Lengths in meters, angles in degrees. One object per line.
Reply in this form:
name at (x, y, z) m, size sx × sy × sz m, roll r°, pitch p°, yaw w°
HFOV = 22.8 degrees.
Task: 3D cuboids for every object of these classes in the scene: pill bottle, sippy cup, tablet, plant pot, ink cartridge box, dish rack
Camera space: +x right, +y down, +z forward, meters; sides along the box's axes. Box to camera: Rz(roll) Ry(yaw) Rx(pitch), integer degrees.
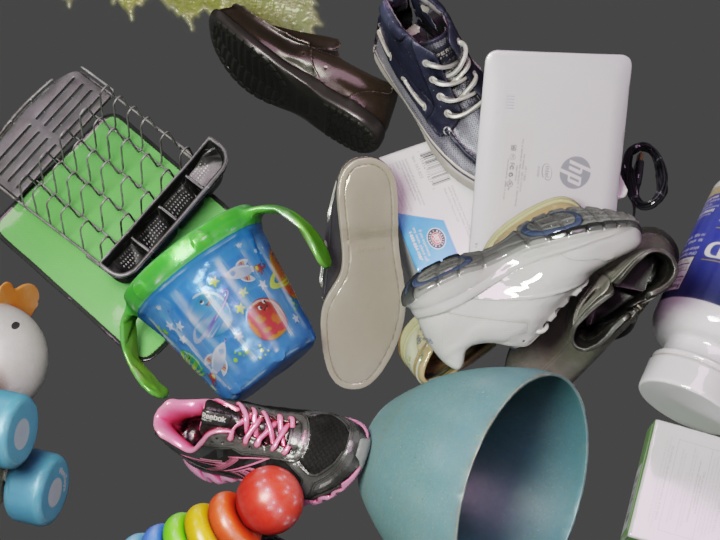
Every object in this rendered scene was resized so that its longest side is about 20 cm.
pill bottle at (0.316, 0.031, 1.513) m, size 0.119 × 0.120 × 0.201 m, roll 25°, pitch 71°, yaw 10°
sippy cup at (-0.110, 0.036, 1.511) m, size 0.139 × 0.178 × 0.131 m, roll -30°, pitch 82°, yaw -41°
tablet at (0.160, -0.085, 1.513) m, size 0.129 × 0.014 × 0.202 m, roll 1°, pitch 106°, yaw -12°
plant pot at (0.078, 0.164, 1.442) m, size 0.134 × 0.200 × 0.201 m, roll 15°, pitch 67°, yaw 34°
ink cartridge box at (0.323, 0.205, 1.477) m, size 0.199 × 0.059 × 0.104 m, roll 16°, pitch 70°, yaw 6°
ink cartridge box at (0.122, -0.069, 1.580) m, size 0.199 × 0.068 × 0.116 m, roll -19°, pitch 69°, yaw -6°
dish rack at (-0.233, -0.093, 1.595) m, size 0.200 × 0.055 × 0.154 m, roll 36°, pitch 73°, yaw 14°

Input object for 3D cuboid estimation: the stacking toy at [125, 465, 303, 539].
stacking toy at (-0.128, 0.223, 1.422) m, size 0.199 × 0.085 × 0.086 m, roll -33°, pitch 69°, yaw 17°

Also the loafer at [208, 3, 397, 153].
loafer at (-0.050, -0.184, 1.633) m, size 0.199 × 0.073 × 0.071 m, roll 35°, pitch 63°, yaw 8°

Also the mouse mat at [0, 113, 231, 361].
mouse mat at (-0.209, -0.032, 1.603) m, size 0.200 × 0.008 × 0.161 m, roll 40°, pitch 75°, yaw 13°

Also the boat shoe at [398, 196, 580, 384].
boat shoe at (0.119, 0.022, 1.494) m, size 0.200 × 0.063 × 0.073 m, roll -46°, pitch 109°, yaw 4°

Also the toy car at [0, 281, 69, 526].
toy car at (-0.322, 0.083, 1.484) m, size 0.183 × 0.177 × 0.201 m, roll 9°, pitch 56°, yaw 16°

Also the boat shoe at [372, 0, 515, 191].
boat shoe at (0.077, -0.155, 1.530) m, size 0.074 × 0.093 × 0.200 m, roll -36°, pitch 70°, yaw -13°

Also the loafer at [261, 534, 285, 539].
loafer at (-0.108, 0.304, 1.438) m, size 0.070 × 0.068 × 0.201 m, roll 32°, pitch 69°, yaw 22°

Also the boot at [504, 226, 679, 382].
boot at (0.182, 0.043, 1.469) m, size 0.068 × 0.131 × 0.200 m, roll 43°, pitch 107°, yaw 3°

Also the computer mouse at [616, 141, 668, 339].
computer mouse at (0.237, -0.025, 1.587) m, size 0.058 × 0.034 × 0.201 m, roll 7°, pitch 63°, yaw 25°

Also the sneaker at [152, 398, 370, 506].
sneaker at (-0.087, 0.136, 1.450) m, size 0.199 × 0.095 × 0.079 m, roll -1°, pitch 62°, yaw 35°

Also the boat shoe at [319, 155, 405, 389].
boat shoe at (0.000, 0.000, 1.543) m, size 0.072 × 0.063 × 0.202 m, roll 2°, pitch 99°, yaw -9°

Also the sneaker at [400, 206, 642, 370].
sneaker at (0.135, 0.010, 1.433) m, size 0.199 × 0.075 × 0.088 m, roll -23°, pitch 104°, yaw 7°
